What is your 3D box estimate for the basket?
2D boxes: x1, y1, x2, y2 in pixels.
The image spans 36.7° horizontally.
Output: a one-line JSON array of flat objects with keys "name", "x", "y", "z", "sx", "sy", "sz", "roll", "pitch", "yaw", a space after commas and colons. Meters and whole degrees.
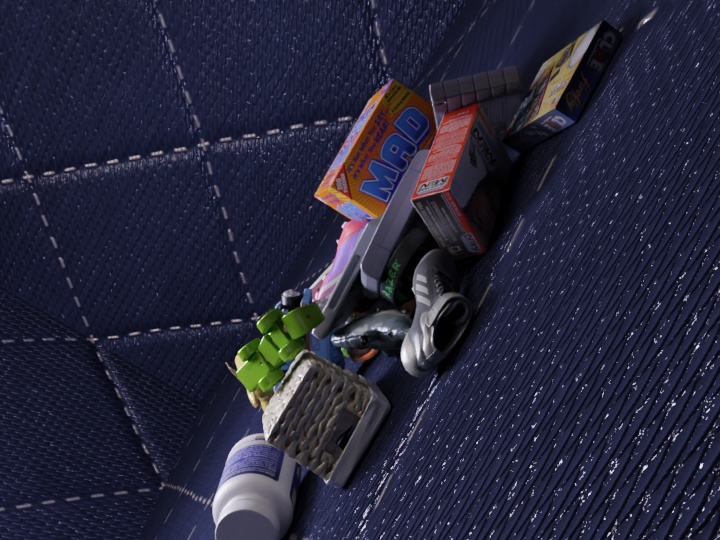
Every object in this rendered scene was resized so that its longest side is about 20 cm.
[{"name": "basket", "x": -0.053, "y": 0.194, "z": 1.490, "sx": 0.136, "sy": 0.123, "sz": 0.200, "roll": -59, "pitch": 8, "yaw": -1}]

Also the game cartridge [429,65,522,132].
[{"name": "game cartridge", "x": 0.168, "y": -0.237, "z": 1.558, "sx": 0.129, "sy": 0.039, "sz": 0.200, "roll": -16, "pitch": -12, "yaw": 4}]

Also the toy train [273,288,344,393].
[{"name": "toy train", "x": -0.081, "y": 0.127, "z": 1.728, "sx": 0.087, "sy": 0.113, "sz": 0.202, "roll": -87, "pitch": -4, "yaw": -72}]

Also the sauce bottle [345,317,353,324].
[{"name": "sauce bottle", "x": 0.022, "y": 0.022, "z": 1.883, "sx": 0.201, "sy": 0.064, "sz": 0.065, "roll": -62, "pitch": 8, "yaw": -30}]

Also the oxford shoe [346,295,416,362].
[{"name": "oxford shoe", "x": 0.018, "y": 0.074, "z": 1.672, "sx": 0.200, "sy": 0.073, "sz": 0.072, "roll": -51, "pitch": 11, "yaw": 47}]

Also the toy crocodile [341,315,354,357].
[{"name": "toy crocodile", "x": 0.024, "y": 0.065, "z": 1.759, "sx": 0.201, "sy": 0.061, "sz": 0.068, "roll": -60, "pitch": 5, "yaw": 31}]

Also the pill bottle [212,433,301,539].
[{"name": "pill bottle", "x": -0.154, "y": 0.338, "z": 1.602, "sx": 0.120, "sy": 0.119, "sz": 0.200, "roll": -56, "pitch": 8, "yaw": 17}]

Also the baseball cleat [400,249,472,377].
[{"name": "baseball cleat", "x": 0.106, "y": 0.039, "z": 1.333, "sx": 0.106, "sy": 0.069, "sz": 0.201, "roll": -42, "pitch": 27, "yaw": 44}]

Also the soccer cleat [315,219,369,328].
[{"name": "soccer cleat", "x": -0.018, "y": 0.016, "z": 1.763, "sx": 0.076, "sy": 0.066, "sz": 0.202, "roll": 21, "pitch": 96, "yaw": 43}]

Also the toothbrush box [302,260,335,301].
[{"name": "toothbrush box", "x": -0.048, "y": 0.046, "z": 1.968, "sx": 0.146, "sy": 0.086, "sz": 0.200, "roll": -43, "pitch": 4, "yaw": 48}]

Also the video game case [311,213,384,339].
[{"name": "video game case", "x": 0.000, "y": 0.000, "z": 1.601, "sx": 0.183, "sy": 0.024, "sz": 0.200, "roll": -63, "pitch": -7, "yaw": 14}]

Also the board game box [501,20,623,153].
[{"name": "board game box", "x": 0.264, "y": -0.239, "z": 1.444, "sx": 0.136, "sy": 0.034, "sz": 0.200, "roll": -60, "pitch": 8, "yaw": -10}]

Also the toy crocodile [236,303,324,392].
[{"name": "toy crocodile", "x": -0.116, "y": 0.108, "z": 1.510, "sx": 0.062, "sy": 0.068, "sz": 0.200, "roll": -28, "pitch": -17, "yaw": -43}]

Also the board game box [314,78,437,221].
[{"name": "board game box", "x": 0.068, "y": -0.163, "z": 1.790, "sx": 0.201, "sy": 0.199, "sz": 0.200, "roll": -59, "pitch": 8, "yaw": -5}]

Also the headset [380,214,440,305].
[{"name": "headset", "x": 0.085, "y": -0.032, "z": 1.519, "sx": 0.200, "sy": 0.094, "sz": 0.124, "roll": -33, "pitch": -31, "yaw": -46}]

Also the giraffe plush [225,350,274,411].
[{"name": "giraffe plush", "x": -0.141, "y": 0.178, "z": 2.049, "sx": 0.162, "sy": 0.173, "sz": 0.200, "roll": -34, "pitch": -31, "yaw": 2}]

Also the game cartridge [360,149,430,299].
[{"name": "game cartridge", "x": 0.054, "y": -0.066, "z": 1.508, "sx": 0.201, "sy": 0.040, "sz": 0.133, "roll": -63, "pitch": -5, "yaw": -15}]

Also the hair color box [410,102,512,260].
[{"name": "hair color box", "x": 0.140, "y": -0.121, "z": 1.460, "sx": 0.064, "sy": 0.111, "sz": 0.201, "roll": -14, "pitch": 35, "yaw": 32}]

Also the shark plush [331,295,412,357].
[{"name": "shark plush", "x": 0.032, "y": 0.096, "z": 1.489, "sx": 0.200, "sy": 0.083, "sz": 0.092, "roll": -157, "pitch": 59, "yaw": -63}]
